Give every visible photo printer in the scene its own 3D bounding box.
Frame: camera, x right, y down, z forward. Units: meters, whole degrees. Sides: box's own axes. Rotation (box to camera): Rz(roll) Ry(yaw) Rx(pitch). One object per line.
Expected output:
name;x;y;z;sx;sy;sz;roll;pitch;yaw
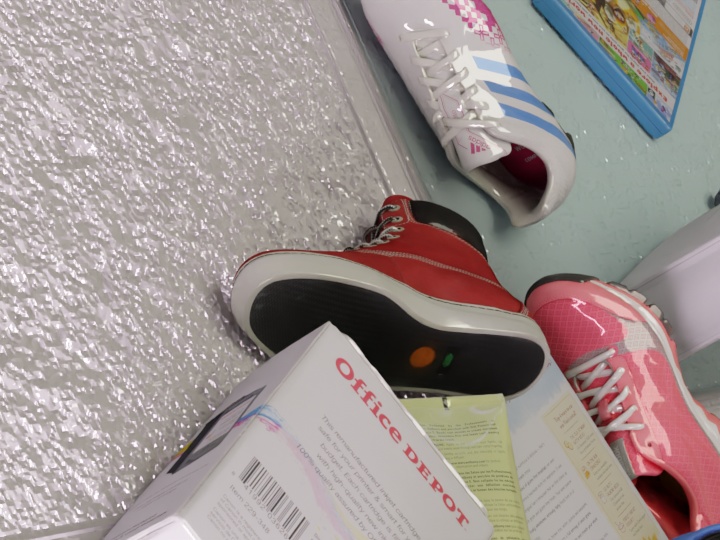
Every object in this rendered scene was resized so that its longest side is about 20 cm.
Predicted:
photo printer;0.274;-0.021;1.751;0.070;0.200;0.166;56;34;-2

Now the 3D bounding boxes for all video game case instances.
video game case;0.196;-0.203;1.966;0.143;0.018;0.200;46;34;-18

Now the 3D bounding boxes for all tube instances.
tube;0.068;0.158;1.440;0.058;0.052;0.201;32;39;-56

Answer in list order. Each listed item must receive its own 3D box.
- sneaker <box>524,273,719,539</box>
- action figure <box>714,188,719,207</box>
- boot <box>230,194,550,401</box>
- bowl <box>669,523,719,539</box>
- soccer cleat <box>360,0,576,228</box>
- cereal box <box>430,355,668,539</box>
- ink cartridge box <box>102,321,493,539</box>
sneaker;0.171;0.089;1.643;0.200;0.074;0.087;51;35;-10
action figure;0.362;-0.003;1.919;0.193;0.200;0.105;-11;112;-48
boot;0.000;0.000;1.513;0.200;0.073;0.144;13;32;-32
bowl;0.240;0.236;1.528;0.200;0.039;0.201;21;46;-24
soccer cleat;0.068;-0.114;1.676;0.200;0.070;0.086;49;34;-14
cereal box;0.115;0.149;1.550;0.200;0.039;0.144;57;35;0
ink cartridge box;-0.034;0.142;1.321;0.148;0.086;0.200;53;33;-8
